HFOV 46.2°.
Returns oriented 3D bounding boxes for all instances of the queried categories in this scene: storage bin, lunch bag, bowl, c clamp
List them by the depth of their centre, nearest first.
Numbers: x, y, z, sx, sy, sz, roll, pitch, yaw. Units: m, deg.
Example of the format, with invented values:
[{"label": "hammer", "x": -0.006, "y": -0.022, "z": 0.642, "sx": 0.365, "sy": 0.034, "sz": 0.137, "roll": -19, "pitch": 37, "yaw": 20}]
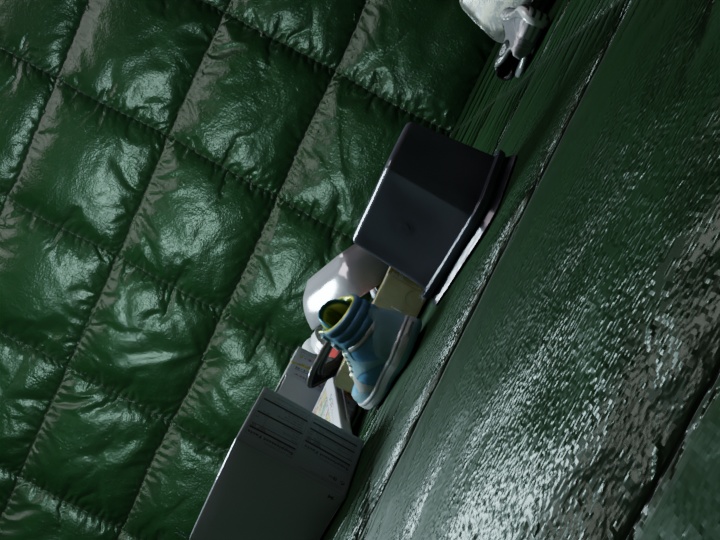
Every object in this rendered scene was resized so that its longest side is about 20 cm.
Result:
[{"label": "storage bin", "x": 0.082, "y": -0.083, "z": 1.018, "sx": 0.147, "sy": 0.132, "sz": 0.201, "roll": -64, "pitch": 1, "yaw": -38}, {"label": "c clamp", "x": -0.022, "y": 0.094, "z": 1.273, "sx": 0.173, "sy": 0.027, "sz": 0.200, "roll": -62, "pitch": -12, "yaw": 17}, {"label": "bowl", "x": 0.000, "y": 0.000, "z": 1.345, "sx": 0.199, "sy": 0.075, "sz": 0.199, "roll": -35, "pitch": -1, "yaw": -37}, {"label": "lunch bag", "x": 0.300, "y": -0.546, "z": 1.545, "sx": 0.168, "sy": 0.139, "sz": 0.201, "roll": -44, "pitch": -7, "yaw": -32}]

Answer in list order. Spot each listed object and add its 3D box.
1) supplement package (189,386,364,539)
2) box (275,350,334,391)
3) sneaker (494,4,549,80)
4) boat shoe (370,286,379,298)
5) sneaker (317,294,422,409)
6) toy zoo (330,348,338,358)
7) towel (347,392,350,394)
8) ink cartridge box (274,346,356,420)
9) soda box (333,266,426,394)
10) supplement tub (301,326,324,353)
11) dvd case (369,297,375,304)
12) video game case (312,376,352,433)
[{"label": "supplement package", "x": -0.111, "y": 0.288, "z": 1.105, "sx": 0.202, "sy": 0.154, "sz": 0.111, "roll": -62, "pitch": 1, "yaw": 30}, {"label": "box", "x": -0.095, "y": 0.254, "z": 1.728, "sx": 0.199, "sy": 0.048, "sz": 0.161, "roll": 20, "pitch": -82, "yaw": -57}, {"label": "sneaker", "x": 0.257, "y": -0.381, "z": 1.437, "sx": 0.200, "sy": 0.074, "sz": 0.117, "roll": -72, "pitch": 6, "yaw": -80}, {"label": "boat shoe", "x": 0.080, "y": -0.028, "z": 1.840, "sx": 0.201, "sy": 0.073, "sz": 0.068, "roll": -55, "pitch": -15, "yaw": -9}, {"label": "sneaker", "x": -0.006, "y": 0.100, "z": 1.114, "sx": 0.201, "sy": 0.129, "sz": 0.080, "roll": 116, "pitch": 179, "yaw": -49}, {"label": "toy zoo", "x": -0.014, "y": 0.157, "z": 1.839, "sx": 0.203, "sy": 0.020, "sz": 0.131, "roll": -62, "pitch": -27, "yaw": 1}, {"label": "towel", "x": 0.032, "y": 0.109, "z": 1.386, "sx": 0.203, "sy": 0.048, "sz": 0.112, "roll": -64, "pitch": 0, "yaw": 20}, {"label": "ink cartridge box", "x": -0.093, "y": 0.254, "z": 1.529, "sx": 0.147, "sy": 0.143, "sz": 0.200, "roll": -63, "pitch": 1, "yaw": 9}, {"label": "soda box", "x": 0.033, "y": 0.088, "z": 1.227, "sx": 0.203, "sy": 0.067, "sz": 0.064, "roll": -64, "pitch": -1, "yaw": 25}, {"label": "supplement tub", "x": -0.097, "y": 0.253, "z": 2.055, "sx": 0.203, "sy": 0.142, "sz": 0.145, "roll": -63, "pitch": 0, "yaw": 21}, {"label": "dvd case", "x": 0.043, "y": 0.060, "z": 1.489, "sx": 0.200, "sy": 0.017, "sz": 0.144, "roll": -49, "pitch": -15, "yaw": -39}, {"label": "video game case", "x": -0.069, "y": 0.291, "z": 1.330, "sx": 0.183, "sy": 0.022, "sz": 0.203, "roll": -107, "pitch": 39, "yaw": -65}]
